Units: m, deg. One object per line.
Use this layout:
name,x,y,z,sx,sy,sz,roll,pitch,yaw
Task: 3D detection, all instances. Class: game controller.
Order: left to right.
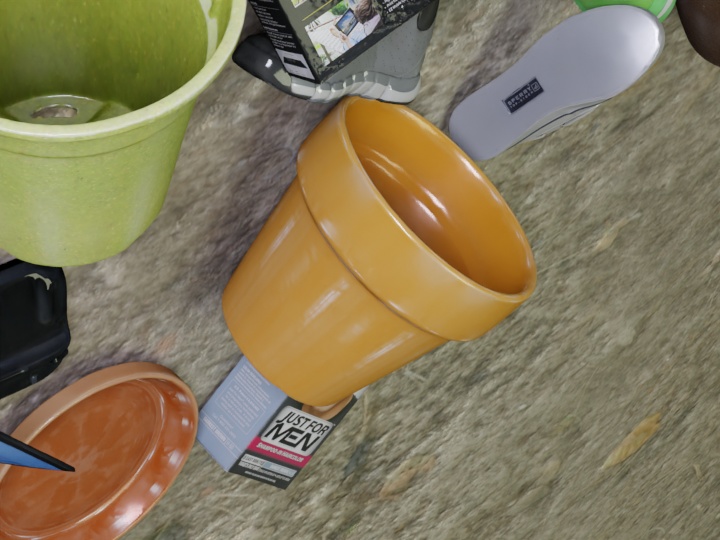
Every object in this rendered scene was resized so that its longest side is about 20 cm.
game controller,-0.282,0.058,1.234,0.199,0.042,0.105,-25,128,-34

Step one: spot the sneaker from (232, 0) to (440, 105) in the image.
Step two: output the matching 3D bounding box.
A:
sneaker,-0.008,-0.181,1.277,0.200,0.075,0.116,-7,126,-59

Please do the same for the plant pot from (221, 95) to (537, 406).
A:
plant pot,0.000,0.000,1.383,0.183,0.201,0.200,-43,153,24

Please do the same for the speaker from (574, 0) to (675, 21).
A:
speaker,0.181,-0.252,1.406,0.089,0.088,0.200,-50,150,4

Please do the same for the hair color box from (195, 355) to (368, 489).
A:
hair color box,-0.043,0.082,1.531,0.200,0.061,0.099,-52,149,6

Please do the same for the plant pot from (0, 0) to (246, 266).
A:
plant pot,-0.172,-0.103,1.054,0.200,0.200,0.185,-31,157,-25

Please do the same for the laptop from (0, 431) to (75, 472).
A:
laptop,-0.302,0.150,1.141,0.200,0.103,0.177,-46,165,-5

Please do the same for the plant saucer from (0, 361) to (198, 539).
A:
plant saucer,-0.214,0.150,1.422,0.200,0.032,0.201,-31,146,-24

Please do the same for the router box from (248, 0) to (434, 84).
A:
router box,0.008,-0.238,1.178,0.200,0.051,0.150,-37,119,-17

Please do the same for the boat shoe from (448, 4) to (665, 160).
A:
boat shoe,0.163,-0.150,1.466,0.200,0.072,0.066,-36,173,31

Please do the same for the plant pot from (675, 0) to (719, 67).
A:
plant pot,0.331,-0.255,1.529,0.187,0.187,0.200,-38,164,-15
